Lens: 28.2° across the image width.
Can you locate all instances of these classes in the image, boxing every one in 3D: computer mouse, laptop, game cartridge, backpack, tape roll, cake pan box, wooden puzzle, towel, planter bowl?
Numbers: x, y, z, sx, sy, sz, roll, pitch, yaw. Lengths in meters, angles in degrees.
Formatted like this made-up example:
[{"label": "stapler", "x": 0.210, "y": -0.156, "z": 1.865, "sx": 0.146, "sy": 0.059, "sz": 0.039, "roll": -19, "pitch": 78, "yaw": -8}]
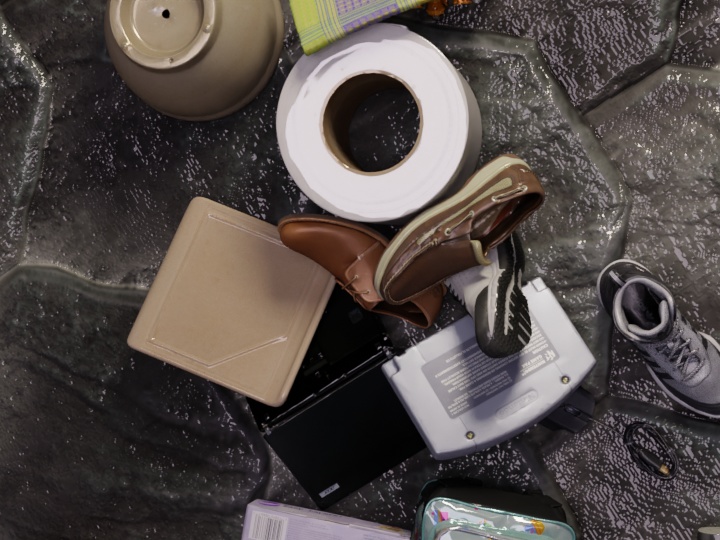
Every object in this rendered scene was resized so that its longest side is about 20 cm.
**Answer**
[{"label": "computer mouse", "x": 0.249, "y": 0.163, "z": 1.521, "sx": 0.199, "sy": 0.034, "sz": 0.059, "roll": 28, "pitch": 94, "yaw": 9}, {"label": "laptop", "x": -0.028, "y": 0.125, "z": 1.586, "sx": 0.176, "sy": 0.103, "sz": 0.201, "roll": -32, "pitch": 59, "yaw": 9}, {"label": "game cartridge", "x": 0.138, "y": 0.108, "z": 1.500, "sx": 0.199, "sy": 0.042, "sz": 0.134, "roll": -28, "pitch": 75, "yaw": -10}, {"label": "backpack", "x": 0.128, "y": 0.336, "z": 1.485, "sx": 0.174, "sy": 0.153, "sz": 0.202, "roll": 11, "pitch": 103, "yaw": -2}, {"label": "tape roll", "x": 0.023, "y": -0.149, "z": 1.509, "sx": 0.200, "sy": 0.139, "sz": 0.205, "roll": 0, "pitch": 91, "yaw": 11}, {"label": "cake pan box", "x": -0.049, "y": 0.359, "z": 1.571, "sx": 0.198, "sy": 0.052, "sz": 0.186, "roll": 8, "pitch": 90, "yaw": 11}, {"label": "wooden puzzle", "x": -0.135, "y": 0.034, "z": 1.575, "sx": 0.198, "sy": 0.037, "sz": 0.186, "roll": 20, "pitch": 77, "yaw": 15}, {"label": "towel", "x": 0.023, "y": -0.296, "z": 1.464, "sx": 0.198, "sy": 0.023, "sz": 0.144, "roll": -22, "pitch": 42, "yaw": 7}, {"label": "planter bowl", "x": -0.195, "y": -0.268, "z": 1.553, "sx": 0.198, "sy": 0.135, "sz": 0.203, "roll": 0, "pitch": 91, "yaw": 11}]

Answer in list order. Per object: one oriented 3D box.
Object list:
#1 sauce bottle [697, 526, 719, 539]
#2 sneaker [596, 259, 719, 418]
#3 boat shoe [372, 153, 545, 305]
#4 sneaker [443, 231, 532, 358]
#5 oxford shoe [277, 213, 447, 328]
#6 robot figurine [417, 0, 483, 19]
[{"label": "sauce bottle", "x": 0.371, "y": 0.369, "z": 1.482, "sx": 0.065, "sy": 0.066, "sz": 0.202, "roll": 2, "pitch": 91, "yaw": 11}, {"label": "sneaker", "x": 0.314, "y": 0.074, "z": 1.466, "sx": 0.075, "sy": 0.114, "sz": 0.200, "roll": -42, "pitch": 83, "yaw": 9}, {"label": "boat shoe", "x": 0.101, "y": -0.032, "z": 1.448, "sx": 0.202, "sy": 0.075, "sz": 0.075, "roll": -44, "pitch": 45, "yaw": 5}, {"label": "sneaker", "x": 0.128, "y": 0.025, "z": 1.482, "sx": 0.079, "sy": 0.201, "sz": 0.074, "roll": -23, "pitch": 121, "yaw": 20}, {"label": "oxford shoe", "x": 0.000, "y": 0.000, "z": 1.512, "sx": 0.199, "sy": 0.071, "sz": 0.072, "roll": 24, "pitch": 60, "yaw": -10}, {"label": "robot figurine", "x": 0.079, "y": -0.369, "z": 1.538, "sx": 0.143, "sy": 0.058, "sz": 0.202, "roll": -2, "pitch": 89, "yaw": 11}]
